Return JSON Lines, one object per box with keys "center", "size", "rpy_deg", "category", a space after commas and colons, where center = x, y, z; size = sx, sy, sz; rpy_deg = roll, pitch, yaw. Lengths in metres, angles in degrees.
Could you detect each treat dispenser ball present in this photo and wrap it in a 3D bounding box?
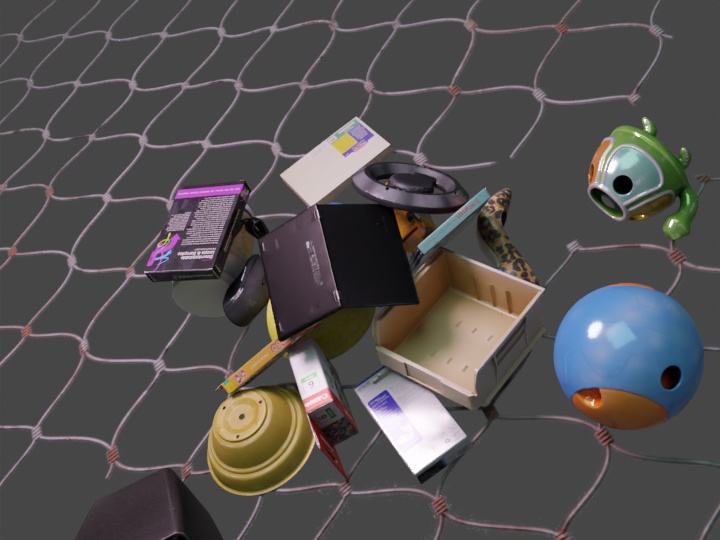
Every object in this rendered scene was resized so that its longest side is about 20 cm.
{"center": [0.367, 0.118, 1.368], "size": [0.200, 0.201, 0.202], "rpy_deg": [-14, 49, 16], "category": "treat dispenser ball"}

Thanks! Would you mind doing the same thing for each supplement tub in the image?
{"center": [-0.273, -0.029, 1.843], "size": [0.145, 0.146, 0.201], "rpy_deg": [-12, 49, 17], "category": "supplement tub"}

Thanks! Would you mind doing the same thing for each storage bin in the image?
{"center": [0.152, 0.089, 1.544], "size": [0.199, 0.094, 0.199], "rpy_deg": [24, 57, 34], "category": "storage bin"}

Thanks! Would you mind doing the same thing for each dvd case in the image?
{"center": [0.141, -0.061, 1.647], "size": [0.146, 0.200, 0.022], "rpy_deg": [-41, 86, -9], "category": "dvd case"}

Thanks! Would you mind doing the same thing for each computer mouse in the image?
{"center": [-0.194, -0.007, 1.763], "size": [0.046, 0.141, 0.200], "rpy_deg": [-19, 28, 43], "category": "computer mouse"}

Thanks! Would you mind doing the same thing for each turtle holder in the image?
{"center": [0.448, -0.136, 1.595], "size": [0.132, 0.186, 0.141], "rpy_deg": [-44, 16, -13], "category": "turtle holder"}

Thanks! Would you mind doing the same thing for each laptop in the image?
{"center": [-0.039, 0.001, 1.574], "size": [0.200, 0.116, 0.188], "rpy_deg": [-29, 59, 26], "category": "laptop"}

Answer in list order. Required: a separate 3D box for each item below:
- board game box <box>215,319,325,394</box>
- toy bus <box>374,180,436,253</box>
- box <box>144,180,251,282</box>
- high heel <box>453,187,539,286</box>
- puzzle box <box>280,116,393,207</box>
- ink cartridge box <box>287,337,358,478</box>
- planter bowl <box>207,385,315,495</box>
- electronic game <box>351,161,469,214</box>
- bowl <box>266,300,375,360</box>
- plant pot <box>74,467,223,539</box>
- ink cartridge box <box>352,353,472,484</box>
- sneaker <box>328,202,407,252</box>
{"center": [-0.146, 0.136, 1.623], "size": [0.200, 0.096, 0.030], "rpy_deg": [-37, 85, 16], "category": "board game box"}
{"center": [0.079, -0.096, 1.736], "size": [0.065, 0.078, 0.200], "rpy_deg": [-43, 30, 19], "category": "toy bus"}
{"center": [-0.286, -0.070, 1.759], "size": [0.142, 0.036, 0.201], "rpy_deg": [-2, 51, 25], "category": "box"}
{"center": [0.257, -0.049, 1.661], "size": [0.142, 0.072, 0.200], "rpy_deg": [17, 60, 23], "category": "high heel"}
{"center": [-0.047, -0.210, 1.961], "size": [0.200, 0.025, 0.133], "rpy_deg": [-38, 46, -6], "category": "puzzle box"}
{"center": [-0.051, 0.214, 1.560], "size": [0.050, 0.109, 0.200], "rpy_deg": [-28, 47, 4], "category": "ink cartridge box"}
{"center": [-0.176, 0.253, 1.608], "size": [0.199, 0.084, 0.201], "rpy_deg": [-14, 48, 16], "category": "planter bowl"}
{"center": [0.083, -0.137, 1.666], "size": [0.199, 0.042, 0.200], "rpy_deg": [8, 23, -3], "category": "electronic game"}
{"center": [-0.084, 0.049, 1.712], "size": [0.199, 0.108, 0.201], "rpy_deg": [-13, 49, 16], "category": "bowl"}
{"center": [-0.307, 0.417, 1.475], "size": [0.199, 0.200, 0.178], "rpy_deg": [-27, 36, 5], "category": "plant pot"}
{"center": [0.078, 0.226, 1.536], "size": [0.099, 0.039, 0.200], "rpy_deg": [-35, 48, -4], "category": "ink cartridge box"}
{"center": [0.000, -0.083, 1.790], "size": [0.079, 0.089, 0.200], "rpy_deg": [-46, 48, -15], "category": "sneaker"}
